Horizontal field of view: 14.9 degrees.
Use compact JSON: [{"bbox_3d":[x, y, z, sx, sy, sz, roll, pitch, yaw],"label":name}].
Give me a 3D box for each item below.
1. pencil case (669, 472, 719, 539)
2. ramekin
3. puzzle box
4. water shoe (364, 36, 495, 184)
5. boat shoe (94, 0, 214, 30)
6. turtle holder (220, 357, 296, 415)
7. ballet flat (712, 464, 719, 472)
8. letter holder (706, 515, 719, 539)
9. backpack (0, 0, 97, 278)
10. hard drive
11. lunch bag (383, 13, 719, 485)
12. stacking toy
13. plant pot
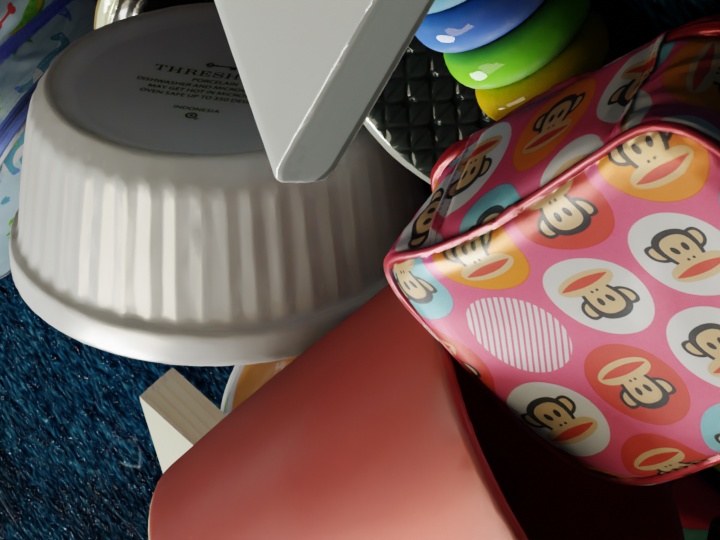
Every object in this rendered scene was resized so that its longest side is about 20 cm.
[{"bbox_3d":[0.104,0.097,1.335,0.200,0.088,0.088,47,161,10],"label":"pencil case"},{"bbox_3d":[-0.065,-0.048,1.264,0.202,0.202,0.095,31,134,41],"label":"ramekin"},{"bbox_3d":[-0.050,0.146,1.445,0.133,0.025,0.200,40,159,25],"label":"puzzle box"},{"bbox_3d":[0.004,-0.121,1.190,0.200,0.071,0.079,50,-172,-9],"label":"water shoe"},{"bbox_3d":[-0.080,-0.099,1.393,0.065,0.073,0.200,35,167,22],"label":"boat shoe"},{"bbox_3d":[-0.008,0.090,1.489,0.141,0.132,0.186,44,160,11],"label":"turtle holder"},{"bbox_3d":[0.191,0.074,1.139,0.200,0.067,0.067,35,136,39],"label":"ballet flat"},{"bbox_3d":[0.256,0.177,1.159,0.200,0.142,0.101,33,124,42],"label":"letter holder"},{"bbox_3d":[-0.200,-0.110,1.461,0.147,0.183,0.201,32,149,19],"label":"backpack"},{"bbox_3d":[-0.026,-0.152,1.016,0.132,0.026,0.201,-58,42,44],"label":"hard drive"},{"bbox_3d":[0.124,0.007,1.036,0.176,0.082,0.200,44,142,-17],"label":"lunch bag"},{"bbox_3d":[0.062,-0.094,1.082,0.200,0.085,0.085,52,161,-27],"label":"stacking toy"},{"bbox_3d":[0.019,0.109,1.188,0.200,0.177,0.201,45,-152,-32],"label":"plant pot"}]
